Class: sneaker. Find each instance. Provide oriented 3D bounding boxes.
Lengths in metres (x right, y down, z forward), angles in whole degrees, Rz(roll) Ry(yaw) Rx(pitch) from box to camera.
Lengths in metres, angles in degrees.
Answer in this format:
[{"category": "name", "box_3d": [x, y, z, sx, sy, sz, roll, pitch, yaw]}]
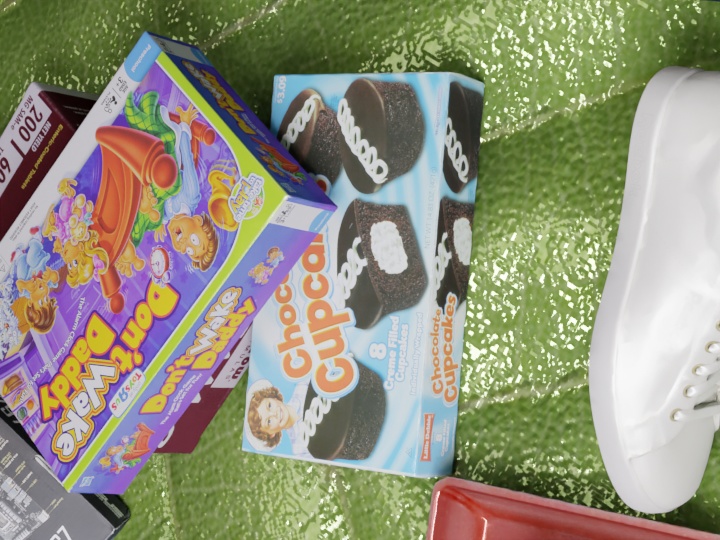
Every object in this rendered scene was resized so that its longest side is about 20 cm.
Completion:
[{"category": "sneaker", "box_3d": [0.153, 0.017, 0.832, 0.084, 0.072, 0.202, 15, 107, 41]}]

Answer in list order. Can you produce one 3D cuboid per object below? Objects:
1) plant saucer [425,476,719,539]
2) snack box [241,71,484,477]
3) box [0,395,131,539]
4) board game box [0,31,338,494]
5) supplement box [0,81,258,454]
[{"category": "plant saucer", "box_3d": [0.110, 0.211, 0.885, 0.199, 0.037, 0.202, 8, 90, 37]}, {"category": "snack box", "box_3d": [0.000, 0.000, 0.988, 0.115, 0.037, 0.202, 3, 88, 38]}, {"category": "box", "box_3d": [-0.254, 0.161, 1.095, 0.160, 0.044, 0.200, 42, 98, 3]}, {"category": "board game box", "box_3d": [-0.118, -0.003, 1.000, 0.135, 0.045, 0.201, 48, 110, 29]}, {"category": "supplement box", "box_3d": [-0.141, -0.003, 1.082, 0.200, 0.061, 0.109, 46, 112, 30]}]
